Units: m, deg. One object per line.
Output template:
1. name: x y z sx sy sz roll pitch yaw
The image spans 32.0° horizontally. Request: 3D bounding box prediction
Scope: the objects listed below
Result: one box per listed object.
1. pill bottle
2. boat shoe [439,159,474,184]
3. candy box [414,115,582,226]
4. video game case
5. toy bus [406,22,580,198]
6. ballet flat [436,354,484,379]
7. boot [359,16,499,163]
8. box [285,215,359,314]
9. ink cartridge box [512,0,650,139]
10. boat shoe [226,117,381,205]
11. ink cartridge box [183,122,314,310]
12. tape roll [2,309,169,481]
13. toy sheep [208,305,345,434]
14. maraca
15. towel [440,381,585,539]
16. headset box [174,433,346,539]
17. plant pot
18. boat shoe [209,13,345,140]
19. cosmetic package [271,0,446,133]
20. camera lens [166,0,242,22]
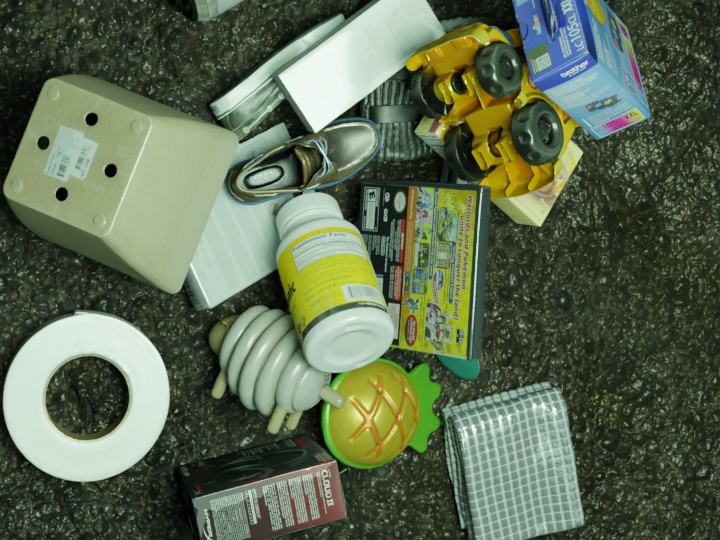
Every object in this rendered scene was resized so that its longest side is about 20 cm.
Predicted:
1. pill bottle: -0.038 0.009 1.481 0.110 0.112 0.202 -8 54 -15
2. boat shoe: 0.149 -0.102 1.613 0.090 0.071 0.203 10 95 -23
3. candy box: 0.174 -0.159 1.555 0.199 0.055 0.116 38 77 -26
4. video game case: 0.071 -0.005 1.499 0.025 0.179 0.203 -2 97 -51
5. toy bus: 0.174 -0.216 1.451 0.192 0.135 0.201 -49 115 -34
6. ballet flat: 0.106 0.057 1.610 0.200 0.067 0.073 47 45 -35
7. boot: 0.089 -0.226 1.579 0.208 0.079 0.160 -14 96 -10
8. box: 0.000 0.000 1.588 0.082 0.049 0.201 39 83 -16
9. ink cartridge box: 0.238 -0.250 1.394 0.199 0.076 0.138 26 47 -48
10. boat shoe: -0.063 -0.126 1.498 0.198 0.072 0.073 -25 97 -6
11. ink cartridge box: -0.150 -0.067 1.550 0.199 0.057 0.164 -32 104 -33
12. tape roll: -0.329 0.150 1.510 0.200 0.037 0.206 -1 95 -16
13. toy sheep: -0.102 0.117 1.520 0.198 0.138 0.139 28 86 17
14. maraca: 0.029 0.179 1.588 0.198 0.106 0.139 0 96 -41
15. towel: 0.203 0.263 1.654 0.163 0.085 0.203 -14 99 -14
16. headset box: -0.114 0.267 1.526 0.197 0.149 0.078 -14 99 -14
17. plant pot: -0.279 -0.109 1.390 0.198 0.177 0.202 22 89 12
18. boat shoe: -0.090 -0.236 1.534 0.199 0.071 0.064 -38 104 -2
19. cosmetic package: -0.002 -0.257 1.491 0.199 0.051 0.083 -37 109 -7
20. camera lens: -0.153 -0.397 1.449 0.199 0.160 0.161 -32 103 -11
